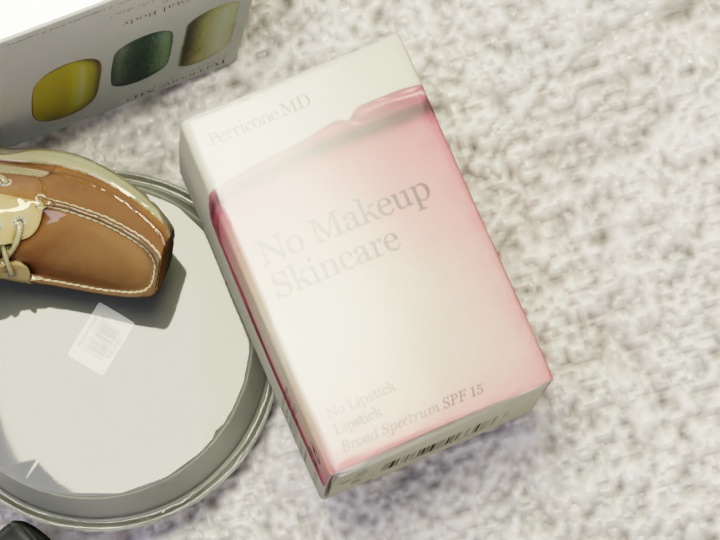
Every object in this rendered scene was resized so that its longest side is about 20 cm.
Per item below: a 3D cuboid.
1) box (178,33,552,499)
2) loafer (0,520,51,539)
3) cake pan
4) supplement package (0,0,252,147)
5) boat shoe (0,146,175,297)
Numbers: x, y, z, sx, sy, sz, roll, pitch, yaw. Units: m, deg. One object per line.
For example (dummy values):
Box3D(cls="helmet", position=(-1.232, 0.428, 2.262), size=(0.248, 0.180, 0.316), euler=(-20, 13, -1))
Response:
Box3D(cls="box", position=(0.000, 0.000, 1.484), size=(0.127, 0.109, 0.201), euler=(-23, 81, -7))
Box3D(cls="loafer", position=(-0.153, 0.231, 1.553), size=(0.070, 0.068, 0.201), euler=(-31, 83, 3))
Box3D(cls="cake pan", position=(-0.142, 0.040, 1.547), size=(0.199, 0.037, 0.201), euler=(0, 79, 0))
Box3D(cls="supplement package", position=(-0.150, -0.179, 1.484), size=(0.151, 0.200, 0.151), euler=(-22, 81, -12))
Box3D(cls="boat shoe", position=(-0.198, -0.025, 1.492), size=(0.199, 0.074, 0.076), euler=(18, 128, 11))
